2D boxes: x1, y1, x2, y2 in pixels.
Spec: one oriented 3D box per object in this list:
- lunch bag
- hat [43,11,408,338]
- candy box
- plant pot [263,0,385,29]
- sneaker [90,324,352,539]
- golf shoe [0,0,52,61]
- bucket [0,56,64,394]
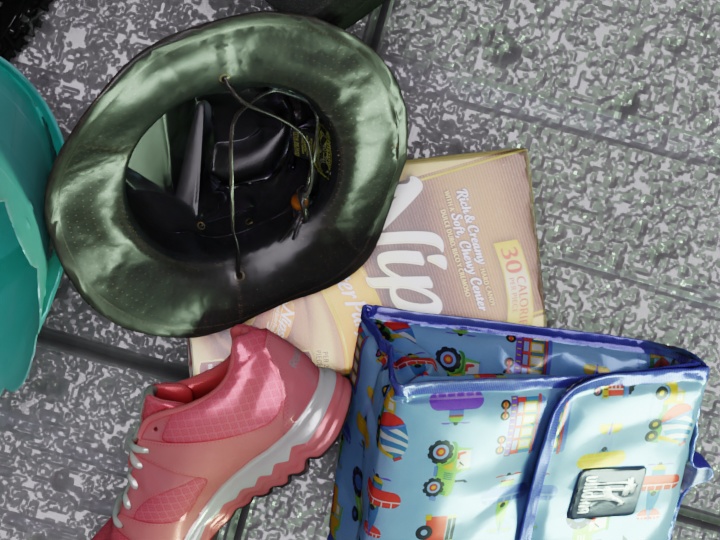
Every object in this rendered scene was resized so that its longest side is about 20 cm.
[{"bbox_3d":[0.094,0.107,1.565,0.200,0.094,0.151,2,117,-14],"label":"lunch bag"},{"bbox_3d":[-0.079,-0.064,1.524,0.200,0.081,0.201,-12,123,-18],"label":"hat"},{"bbox_3d":[0.000,0.000,1.600,0.200,0.055,0.116,-6,88,0],"label":"candy box"},{"bbox_3d":[-0.015,-0.235,1.550,0.200,0.200,0.177,38,100,1],"label":"plant pot"},{"bbox_3d":[-0.100,0.103,1.566,0.200,0.074,0.087,-42,110,14],"label":"sneaker"},{"bbox_3d":[-0.212,-0.199,1.606,0.094,0.078,0.200,22,89,22],"label":"golf shoe"},{"bbox_3d":[-0.254,-0.027,1.521,0.207,0.135,0.207,2,127,2],"label":"bucket"}]
